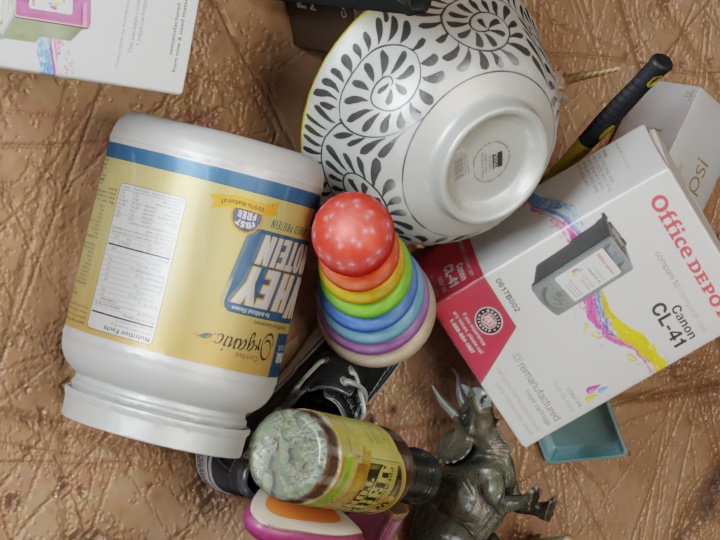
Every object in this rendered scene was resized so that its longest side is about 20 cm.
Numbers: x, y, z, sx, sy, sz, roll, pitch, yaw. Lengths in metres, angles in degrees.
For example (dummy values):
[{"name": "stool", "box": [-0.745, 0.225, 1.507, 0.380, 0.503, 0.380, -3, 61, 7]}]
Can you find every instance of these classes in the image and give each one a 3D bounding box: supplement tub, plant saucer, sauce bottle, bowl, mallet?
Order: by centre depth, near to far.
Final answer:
[{"name": "supplement tub", "box": [-0.112, 0.010, 1.578, 0.144, 0.144, 0.202, 13, 91, -40]}, {"name": "bowl", "box": [0.067, -0.092, 1.650, 0.200, 0.094, 0.202, -18, 126, -26]}, {"name": "sauce bottle", "box": [-0.003, 0.133, 1.659, 0.200, 0.064, 0.065, 15, 89, -60]}, {"name": "mallet", "box": [0.153, -0.089, 1.768, 0.065, 0.041, 0.200, -6, 148, -35]}, {"name": "plant saucer", "box": [0.145, 0.061, 1.852, 0.201, 0.069, 0.019, 68, 30, -25]}]

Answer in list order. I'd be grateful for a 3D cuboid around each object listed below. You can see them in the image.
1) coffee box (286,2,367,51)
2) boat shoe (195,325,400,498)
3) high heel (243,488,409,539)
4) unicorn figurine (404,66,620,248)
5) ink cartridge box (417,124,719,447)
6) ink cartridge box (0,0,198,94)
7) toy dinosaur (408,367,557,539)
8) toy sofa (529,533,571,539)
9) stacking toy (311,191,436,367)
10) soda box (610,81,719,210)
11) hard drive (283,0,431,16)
[{"name": "coffee box", "box": [0.042, -0.237, 1.695, 0.199, 0.079, 0.115, -24, 114, -33]}, {"name": "boat shoe", "box": [-0.025, 0.091, 1.714, 0.200, 0.068, 0.072, -36, 119, -28]}, {"name": "high heel", "box": [-0.040, 0.199, 1.697, 0.096, 0.067, 0.200, -58, 160, 12]}, {"name": "unicorn figurine", "box": [0.072, -0.107, 1.760, 0.137, 0.074, 0.201, 30, 96, -39]}, {"name": "ink cartridge box", "box": [0.163, 0.012, 1.759, 0.199, 0.086, 0.148, -30, 115, 10]}, {"name": "ink cartridge box", "box": [-0.219, -0.166, 1.456, 0.199, 0.144, 0.085, 7, 96, -40]}, {"name": "toy dinosaur", "box": [0.080, 0.184, 1.815, 0.077, 0.102, 0.201, 3, 110, -64]}, {"name": "toy sofa", "box": [0.108, 0.302, 1.869, 0.083, 0.097, 0.200, 45, 69, -9]}, {"name": "stacking toy", "box": [0.000, 0.000, 1.618, 0.086, 0.085, 0.200, -61, 165, -12]}, {"name": "soda box", "box": [0.216, -0.045, 1.882, 0.064, 0.068, 0.201, 34, 77, -38]}, {"name": "hard drive", "box": [-0.063, -0.208, 1.538, 0.139, 0.199, 0.033, 27, 82, -39]}]
